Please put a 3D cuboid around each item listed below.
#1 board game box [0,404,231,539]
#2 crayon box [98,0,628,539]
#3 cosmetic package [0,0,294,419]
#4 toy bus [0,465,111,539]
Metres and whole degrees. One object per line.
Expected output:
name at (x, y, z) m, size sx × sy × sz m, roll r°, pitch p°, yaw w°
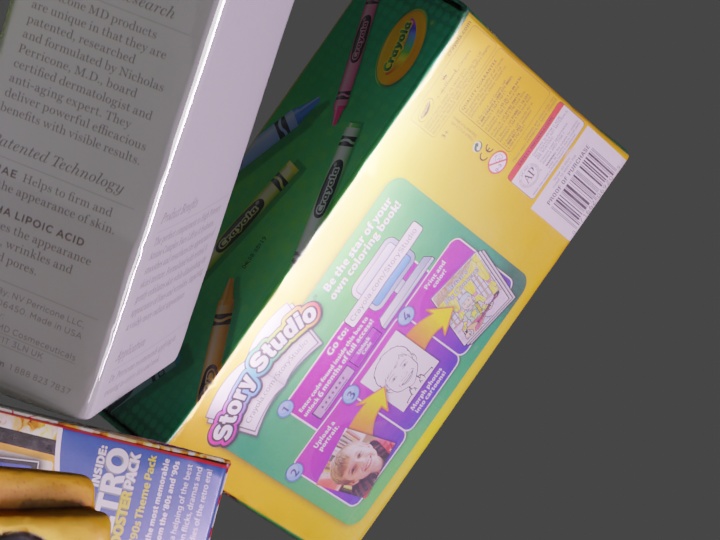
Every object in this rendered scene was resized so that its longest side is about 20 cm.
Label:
board game box at (-0.151, 0.110, 0.913) m, size 0.200 × 0.046 × 0.152 m, roll 17°, pitch 85°, yaw -33°
crayon box at (0.000, 0.000, 1.089) m, size 0.200 × 0.058 × 0.119 m, roll -55°, pitch 135°, yaw -1°
cosmetic package at (-0.077, -0.060, 0.955) m, size 0.102 × 0.074 × 0.201 m, roll -36°, pitch 145°, yaw -74°
toy bus at (-0.173, 0.065, 0.829) m, size 0.199 × 0.065 × 0.079 m, roll 1°, pitch 89°, yaw -29°
